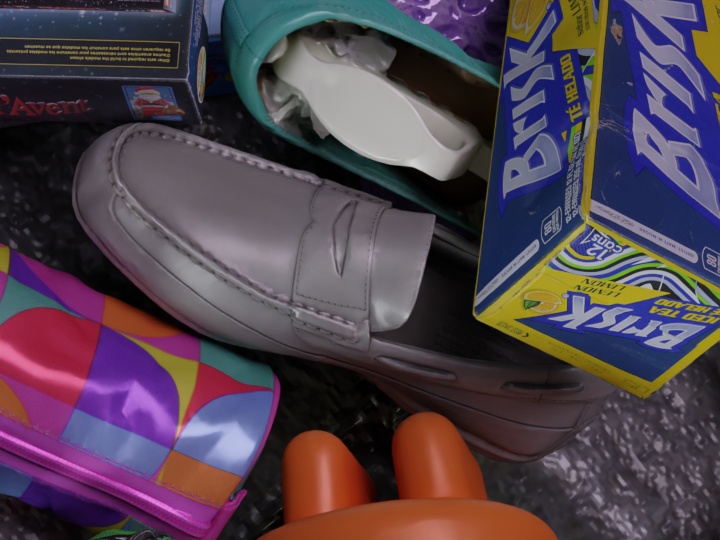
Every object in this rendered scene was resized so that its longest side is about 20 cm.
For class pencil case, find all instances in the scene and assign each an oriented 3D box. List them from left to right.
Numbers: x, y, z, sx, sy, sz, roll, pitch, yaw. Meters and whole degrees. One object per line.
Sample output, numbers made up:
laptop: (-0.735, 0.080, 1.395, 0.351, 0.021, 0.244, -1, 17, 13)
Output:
pencil case: (-0.126, 0.032, 0.779, 0.199, 0.088, 0.089, 23, 59, -15)

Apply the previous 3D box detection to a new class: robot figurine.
robot figurine: (0.018, 0.150, 0.777, 0.143, 0.117, 0.201, 6, 66, -26)

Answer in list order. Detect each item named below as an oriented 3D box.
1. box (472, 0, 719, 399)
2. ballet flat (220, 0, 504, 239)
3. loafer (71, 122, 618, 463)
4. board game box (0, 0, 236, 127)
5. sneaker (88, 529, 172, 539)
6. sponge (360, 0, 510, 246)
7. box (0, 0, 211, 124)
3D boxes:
box: (0.089, -0.063, 0.786, 0.070, 0.064, 0.201, 25, 48, -19)
ballet flat: (0.039, -0.038, 0.822, 0.199, 0.067, 0.071, 27, 27, -12)
loafer: (0.000, 0.000, 0.801, 0.199, 0.070, 0.070, 24, 51, -20)
board game box: (-0.075, -0.165, 0.910, 0.195, 0.056, 0.201, -11, 73, -30)
sneaker: (-0.057, 0.112, 0.722, 0.078, 0.199, 0.086, 55, 38, -47)
sponge: (0.048, -0.069, 0.877, 0.111, 0.030, 0.201, -16, 97, -14)
box: (-0.148, -0.121, 0.804, 0.199, 0.038, 0.137, 2, 71, 4)
